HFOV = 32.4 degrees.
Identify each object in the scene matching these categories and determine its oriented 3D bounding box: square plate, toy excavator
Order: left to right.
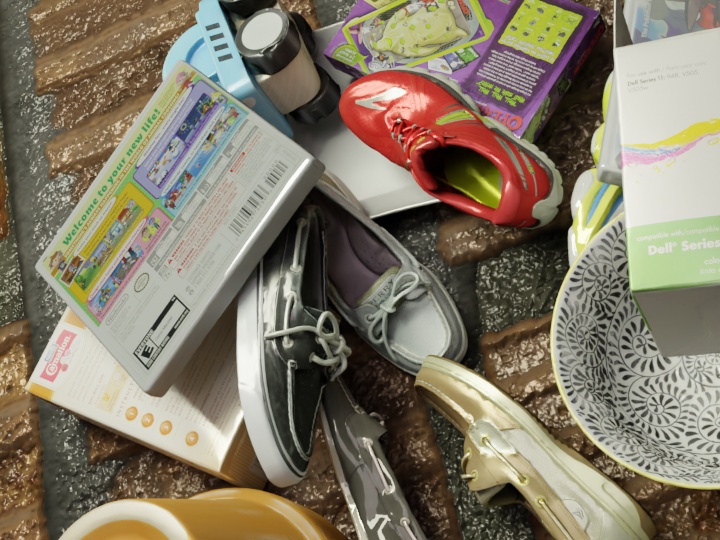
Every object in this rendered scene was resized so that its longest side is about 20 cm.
[{"bbox_3d":[-0.121,-0.123,0.999,0.200,0.100,0.195,-29,55,10],"label":"toy excavator"},{"bbox_3d":[0.017,-0.126,1.017,0.200,0.028,0.198,-15,63,18],"label":"square plate"}]

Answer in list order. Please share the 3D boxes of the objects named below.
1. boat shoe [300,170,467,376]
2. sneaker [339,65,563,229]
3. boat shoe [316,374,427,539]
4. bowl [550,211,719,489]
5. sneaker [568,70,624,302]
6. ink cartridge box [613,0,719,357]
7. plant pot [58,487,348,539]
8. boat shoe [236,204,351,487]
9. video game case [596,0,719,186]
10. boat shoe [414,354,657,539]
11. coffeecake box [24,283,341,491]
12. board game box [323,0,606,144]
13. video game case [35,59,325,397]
[{"bbox_3d":[0.001,-0.002,0.932,0.074,0.065,0.202,-40,73,11],"label":"boat shoe"},{"bbox_3d":[0.056,-0.094,0.907,0.200,0.085,0.077,32,115,30],"label":"sneaker"},{"bbox_3d":[0.014,0.153,0.878,0.057,0.067,0.200,-17,62,-2],"label":"boat shoe"},{"bbox_3d":[0.231,0.053,0.802,0.200,0.094,0.201,-10,64,20],"label":"bowl"},{"bbox_3d":[0.211,-0.061,0.873,0.105,0.076,0.200,5,69,25],"label":"sneaker"},{"bbox_3d":[0.197,-0.062,0.744,0.067,0.117,0.200,-8,65,20],"label":"ink cartridge box"},{"bbox_3d":[-0.113,0.232,0.825,0.200,0.183,0.201,-10,64,20],"label":"plant pot"},{"bbox_3d":[-0.042,0.048,0.866,0.068,0.074,0.200,-12,62,16],"label":"boat shoe"},{"bbox_3d":[0.268,-0.132,0.860,0.182,0.023,0.200,11,65,6],"label":"video game case"},{"bbox_3d":[0.102,0.132,0.838,0.200,0.074,0.066,37,81,32],"label":"boat shoe"},{"bbox_3d":[-0.140,0.065,0.976,0.200,0.073,0.154,17,74,29],"label":"coffeecake box"},{"bbox_3d":[0.079,-0.181,0.982,0.200,0.032,0.120,30,79,31],"label":"board game box"},{"bbox_3d":[-0.138,-0.036,0.905,0.182,0.022,0.200,39,95,40],"label":"video game case"}]
